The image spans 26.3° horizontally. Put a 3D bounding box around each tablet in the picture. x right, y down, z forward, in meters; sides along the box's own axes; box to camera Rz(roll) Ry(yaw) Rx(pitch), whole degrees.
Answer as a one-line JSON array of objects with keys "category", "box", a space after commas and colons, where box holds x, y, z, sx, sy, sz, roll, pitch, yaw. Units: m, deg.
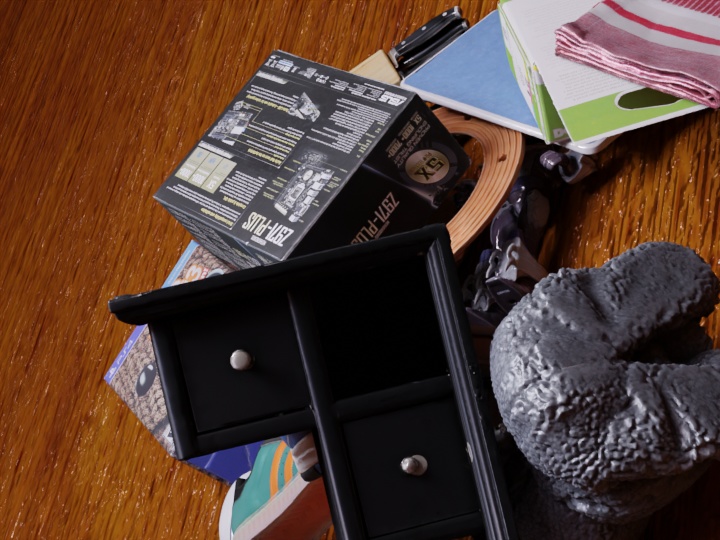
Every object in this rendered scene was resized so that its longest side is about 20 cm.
[{"category": "tablet", "box": [0.141, -0.150, 1.196, 0.200, 0.014, 0.130, 25, 54, 40]}]

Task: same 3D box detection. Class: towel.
[{"category": "towel", "box": [0.246, -0.188, 1.052, 0.144, 0.023, 0.200, 26, 56, 38]}]

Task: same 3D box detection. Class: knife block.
[{"category": "knife block", "box": [0.013, -0.148, 1.339, 0.064, 0.200, 0.176, -114, 32, -55]}]

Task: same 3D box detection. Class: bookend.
[{"category": "bookend", "box": [-0.028, 0.091, 0.911, 0.092, 0.200, 0.199, 149, 108, -84]}]

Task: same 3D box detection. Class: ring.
[{"category": "ring", "box": [0.046, -0.054, 1.200, 0.200, 0.019, 0.201, -30, 34, 23]}]

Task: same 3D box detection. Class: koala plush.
[{"category": "koala plush", "box": [0.140, 0.112, 0.930, 0.177, 0.184, 0.200, 58, 143, 35]}]

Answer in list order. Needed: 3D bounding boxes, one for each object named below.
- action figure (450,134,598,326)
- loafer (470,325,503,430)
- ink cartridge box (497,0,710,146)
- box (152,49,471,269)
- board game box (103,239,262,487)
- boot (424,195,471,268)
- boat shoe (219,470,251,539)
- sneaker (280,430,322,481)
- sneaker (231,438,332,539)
[{"category": "action figure", "box": [0.124, -0.048, 1.183, 0.130, 0.069, 0.200, -29, 37, 47]}, {"category": "loafer", "box": [0.080, 0.093, 1.049, 0.200, 0.072, 0.063, 88, -172, -70]}, {"category": "ink cartridge box", "box": [0.194, -0.136, 1.089, 0.148, 0.076, 0.200, -16, 40, 1]}, {"category": "box", "box": [-0.040, -0.071, 1.202, 0.164, 0.086, 0.200, -52, 38, -11]}, {"category": "board game box", "box": [-0.124, 0.084, 1.390, 0.160, 0.097, 0.200, -58, 30, -1]}, {"category": "boot", "box": [0.026, -0.020, 1.317, 0.200, 0.074, 0.075, -4, 39, 51]}, {"category": "boat shoe", "box": [-0.062, 0.238, 1.187, 0.065, 0.074, 0.200, -40, 45, 39]}, {"category": "sneaker", "box": [-0.025, 0.069, 1.050, 0.076, 0.077, 0.200, -35, 10, 9]}, {"category": "sneaker", "box": [-0.031, 0.136, 1.116, 0.200, 0.071, 0.080, -41, 46, 30]}]
